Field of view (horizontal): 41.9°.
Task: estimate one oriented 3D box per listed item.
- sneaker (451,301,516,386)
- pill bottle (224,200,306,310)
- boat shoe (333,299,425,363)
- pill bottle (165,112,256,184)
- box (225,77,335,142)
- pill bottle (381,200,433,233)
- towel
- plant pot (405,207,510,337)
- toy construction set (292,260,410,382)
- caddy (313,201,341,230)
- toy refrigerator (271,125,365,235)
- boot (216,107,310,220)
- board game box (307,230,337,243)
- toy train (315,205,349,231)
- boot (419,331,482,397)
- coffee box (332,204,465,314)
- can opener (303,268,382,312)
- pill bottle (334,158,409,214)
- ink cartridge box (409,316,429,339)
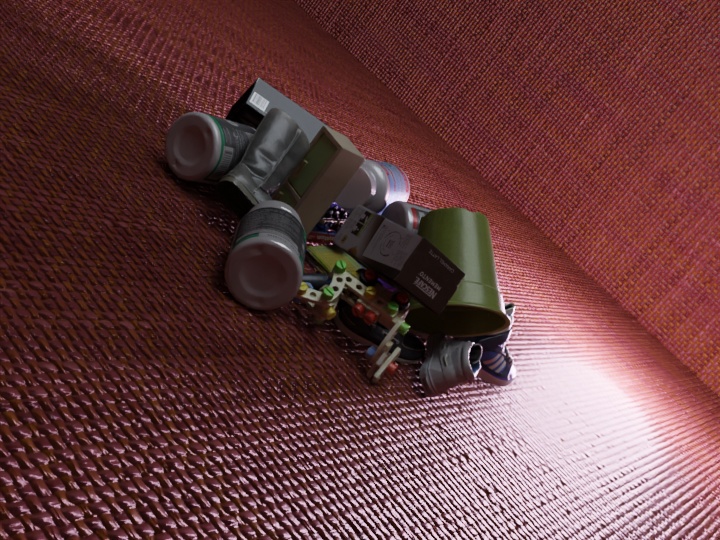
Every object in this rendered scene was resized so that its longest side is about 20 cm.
[{"bbox_3d":[0.262,0.131,1.764,0.200,0.147,0.081,24,23,-39],"label":"sneaker"},{"bbox_3d":[-0.138,-0.030,1.410,0.113,0.113,0.200,34,19,-14],"label":"pill bottle"},{"bbox_3d":[0.047,0.097,1.551,0.200,0.063,0.073,25,22,-38],"label":"boat shoe"},{"bbox_3d":[-0.233,-0.201,1.622,0.113,0.113,0.200,46,18,21],"label":"pill bottle"},{"bbox_3d":[-0.168,-0.284,1.925,0.200,0.141,0.079,33,58,-19],"label":"box"},{"bbox_3d":[0.138,-0.055,1.779,0.199,0.114,0.114,13,28,-30],"label":"pill bottle"},{"bbox_3d":[0.000,0.000,1.696,0.199,0.023,0.144,-5,40,-49],"label":"towel"},{"bbox_3d":[0.162,-0.001,1.632,0.200,0.199,0.191,22,64,-42],"label":"plant pot"},{"bbox_3d":[-0.002,0.067,1.428,0.200,0.092,0.131,46,47,3],"label":"toy construction set"},{"bbox_3d":[-0.095,-0.159,1.830,0.141,0.105,0.200,45,18,17],"label":"caddy"},{"bbox_3d":[-0.089,-0.150,1.666,0.070,0.200,0.076,19,27,-47],"label":"toy refrigerator"},{"bbox_3d":[-0.140,-0.149,1.576,0.182,0.072,0.200,57,38,-26],"label":"boot"},{"bbox_3d":[-0.028,-0.063,1.782,0.102,0.020,0.200,5,4,24],"label":"board game box"},{"bbox_3d":[-0.042,-0.096,1.788,0.034,0.046,0.200,34,13,20],"label":"toy train"},{"bbox_3d":[0.162,0.147,1.576,0.074,0.095,0.200,65,17,-14],"label":"boot"},{"bbox_3d":[0.058,-0.021,1.489,0.114,0.080,0.200,37,-3,-34],"label":"coffee box"},{"bbox_3d":[-0.041,0.028,1.523,0.199,0.063,0.079,14,59,-43],"label":"can opener"},{"bbox_3d":[0.016,-0.157,1.792,0.109,0.109,0.200,43,16,13],"label":"pill bottle"},{"bbox_3d":[0.072,0.047,1.773,0.119,0.042,0.200,25,20,-38],"label":"ink cartridge box"}]
